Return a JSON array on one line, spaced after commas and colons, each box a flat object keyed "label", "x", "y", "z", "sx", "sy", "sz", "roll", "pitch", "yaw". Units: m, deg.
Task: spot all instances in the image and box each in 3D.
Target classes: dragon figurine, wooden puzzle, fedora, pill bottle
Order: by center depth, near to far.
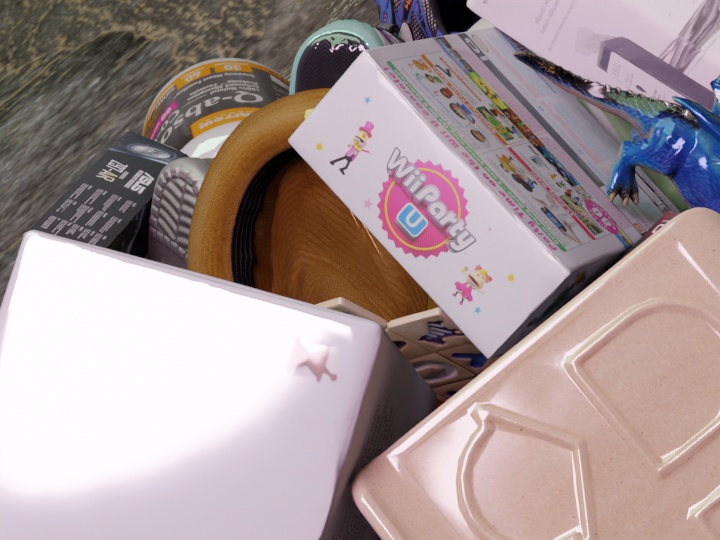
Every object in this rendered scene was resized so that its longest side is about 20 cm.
[{"label": "wooden puzzle", "x": 0.125, "y": 0.101, "z": 1.205, "sx": 0.200, "sy": 0.185, "sz": 0.046, "roll": -37, "pitch": -17, "yaw": -5}, {"label": "dragon figurine", "x": 0.173, "y": -0.062, "z": 1.423, "sx": 0.059, "sy": 0.200, "sz": 0.099, "roll": -37, "pitch": -7, "yaw": -46}, {"label": "fedora", "x": 0.000, "y": 0.000, "z": 1.580, "sx": 0.200, "sy": 0.202, "sz": 0.082, "roll": -25, "pitch": -9, "yaw": 27}, {"label": "pill bottle", "x": -0.074, "y": -0.053, "z": 1.826, "sx": 0.116, "sy": 0.117, "sz": 0.200, "roll": -35, "pitch": 22, "yaw": 5}]

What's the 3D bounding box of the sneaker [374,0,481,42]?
[{"label": "sneaker", "x": 0.048, "y": -0.139, "z": 1.736, "sx": 0.078, "sy": 0.201, "sz": 0.075, "roll": 27, "pitch": 58, "yaw": 33}]

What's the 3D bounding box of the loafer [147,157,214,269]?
[{"label": "loafer", "x": -0.087, "y": 0.017, "z": 1.683, "sx": 0.069, "sy": 0.201, "sz": 0.075, "roll": -19, "pitch": 51, "yaw": -36}]

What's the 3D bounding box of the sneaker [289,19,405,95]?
[{"label": "sneaker", "x": 0.006, "y": -0.048, "z": 1.698, "sx": 0.077, "sy": 0.201, "sz": 0.140, "roll": 11, "pitch": 11, "yaw": 17}]

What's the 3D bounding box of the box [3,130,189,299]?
[{"label": "box", "x": -0.165, "y": 0.024, "z": 1.672, "sx": 0.200, "sy": 0.043, "sz": 0.161, "roll": -57, "pitch": -13, "yaw": -68}]

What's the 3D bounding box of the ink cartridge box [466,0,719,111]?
[{"label": "ink cartridge box", "x": 0.180, "y": -0.146, "z": 1.507, "sx": 0.146, "sy": 0.200, "sz": 0.085, "roll": -52, "pitch": -5, "yaw": -32}]

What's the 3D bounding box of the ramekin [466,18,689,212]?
[{"label": "ramekin", "x": 0.122, "y": -0.092, "z": 1.631, "sx": 0.199, "sy": 0.098, "sz": 0.200, "roll": -31, "pitch": 23, "yaw": 15}]

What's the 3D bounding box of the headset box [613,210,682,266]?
[{"label": "headset box", "x": 0.147, "y": 0.057, "z": 1.335, "sx": 0.200, "sy": 0.077, "sz": 0.149, "roll": -44, "pitch": 23, "yaw": -17}]

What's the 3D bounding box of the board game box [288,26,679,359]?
[{"label": "board game box", "x": 0.069, "y": -0.044, "z": 1.443, "sx": 0.064, "sy": 0.148, "sz": 0.200, "roll": -46, "pitch": -12, "yaw": 21}]

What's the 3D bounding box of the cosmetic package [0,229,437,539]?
[{"label": "cosmetic package", "x": -0.074, "y": 0.097, "z": 1.298, "sx": 0.200, "sy": 0.165, "sz": 0.168, "roll": 55, "pitch": -128, "yaw": -76}]

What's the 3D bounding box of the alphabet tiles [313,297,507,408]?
[{"label": "alphabet tiles", "x": -0.001, "y": 0.059, "z": 1.456, "sx": 0.199, "sy": 0.166, "sz": 0.006, "roll": -17, "pitch": 57, "yaw": 41}]
